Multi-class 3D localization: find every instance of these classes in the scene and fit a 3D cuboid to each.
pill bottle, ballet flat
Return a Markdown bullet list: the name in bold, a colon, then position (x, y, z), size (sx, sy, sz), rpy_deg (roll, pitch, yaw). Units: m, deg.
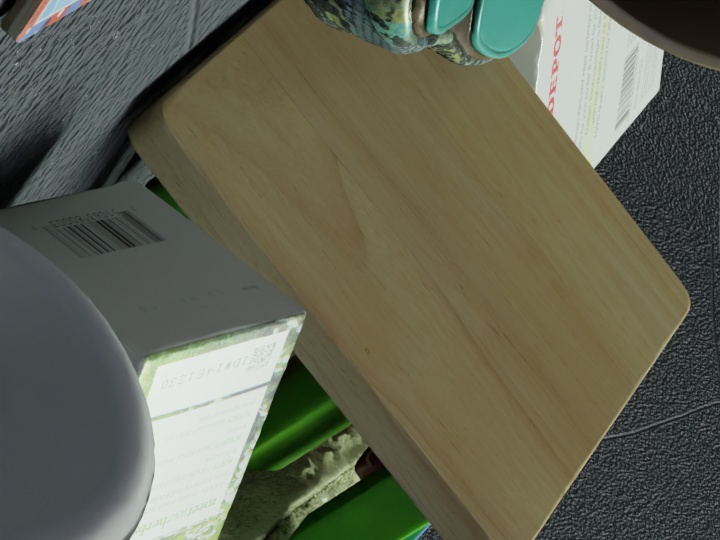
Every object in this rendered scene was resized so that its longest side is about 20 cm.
- **pill bottle**: position (-0.134, 0.082, 0.621), size (0.200, 0.106, 0.106), rpy_deg (-51, 177, 36)
- **ballet flat**: position (0.019, -0.112, 1.000), size (0.074, 0.074, 0.200), rpy_deg (-50, 170, 9)

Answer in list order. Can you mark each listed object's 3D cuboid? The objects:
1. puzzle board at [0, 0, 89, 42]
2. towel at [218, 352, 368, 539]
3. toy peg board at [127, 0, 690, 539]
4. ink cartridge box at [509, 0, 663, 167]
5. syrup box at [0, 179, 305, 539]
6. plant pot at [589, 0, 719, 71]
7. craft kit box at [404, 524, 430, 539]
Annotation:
- **puzzle board**: position (-0.001, -0.146, 0.671), size (0.200, 0.017, 0.151), rpy_deg (-52, 178, 29)
- **towel**: position (-0.071, 0.060, 1.086), size (0.200, 0.148, 0.037), rpy_deg (-40, 156, -59)
- **toy peg board**: position (0.000, 0.000, 1.045), size (0.098, 0.200, 0.199), rpy_deg (-33, -171, 36)
- **ink cartridge box**: position (0.082, -0.116, 1.356), size (0.200, 0.083, 0.146), rpy_deg (-48, 150, -51)
- **syrup box**: position (-0.098, 0.081, 0.851), size (0.079, 0.081, 0.201), rpy_deg (-15, 134, -52)
- **plant pot**: position (0.106, -0.159, 0.874), size (0.188, 0.187, 0.200), rpy_deg (-50, -168, -1)
- **craft kit box**: position (-0.041, 0.091, 1.275), size (0.197, 0.049, 0.200), rpy_deg (-13, -167, 29)
